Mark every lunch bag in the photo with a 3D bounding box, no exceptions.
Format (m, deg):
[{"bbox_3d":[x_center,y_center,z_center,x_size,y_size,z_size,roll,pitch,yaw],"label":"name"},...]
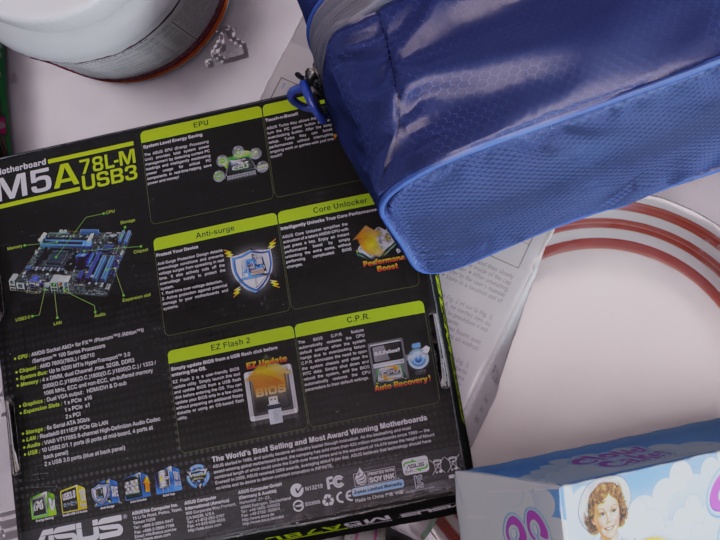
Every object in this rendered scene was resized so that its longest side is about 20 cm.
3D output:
[{"bbox_3d":[0.066,-0.096,0.744,0.199,0.136,0.133,-19,72,4],"label":"lunch bag"}]

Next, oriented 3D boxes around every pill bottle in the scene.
[{"bbox_3d":[-0.118,-0.141,0.795,0.109,0.200,0.111,0,91,3],"label":"pill bottle"}]

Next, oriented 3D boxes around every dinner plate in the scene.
[{"bbox_3d":[0.112,0.062,0.877,0.198,0.024,0.202,0,92,4],"label":"dinner plate"}]

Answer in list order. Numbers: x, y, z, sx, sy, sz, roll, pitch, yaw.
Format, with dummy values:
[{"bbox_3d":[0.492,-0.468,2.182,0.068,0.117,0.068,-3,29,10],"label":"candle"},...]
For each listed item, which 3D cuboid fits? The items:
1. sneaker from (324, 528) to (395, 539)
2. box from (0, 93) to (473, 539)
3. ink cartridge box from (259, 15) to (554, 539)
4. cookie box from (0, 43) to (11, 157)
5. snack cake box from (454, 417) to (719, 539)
[{"bbox_3d":[-0.019,0.145,0.864,0.200,0.081,0.088,42,92,-7],"label":"sneaker"},{"bbox_3d":[-0.061,0.026,0.818,0.198,0.048,0.195,-12,70,6],"label":"box"},{"bbox_3d":[0.000,0.000,0.863,0.160,0.050,0.201,24,78,15],"label":"ink cartridge box"},{"bbox_3d":[-0.256,-0.091,0.867,0.170,0.075,0.202,-3,92,4],"label":"cookie box"},{"bbox_3d":[0.138,0.127,0.779,0.199,0.067,0.116,-7,94,-37],"label":"snack cake box"}]
